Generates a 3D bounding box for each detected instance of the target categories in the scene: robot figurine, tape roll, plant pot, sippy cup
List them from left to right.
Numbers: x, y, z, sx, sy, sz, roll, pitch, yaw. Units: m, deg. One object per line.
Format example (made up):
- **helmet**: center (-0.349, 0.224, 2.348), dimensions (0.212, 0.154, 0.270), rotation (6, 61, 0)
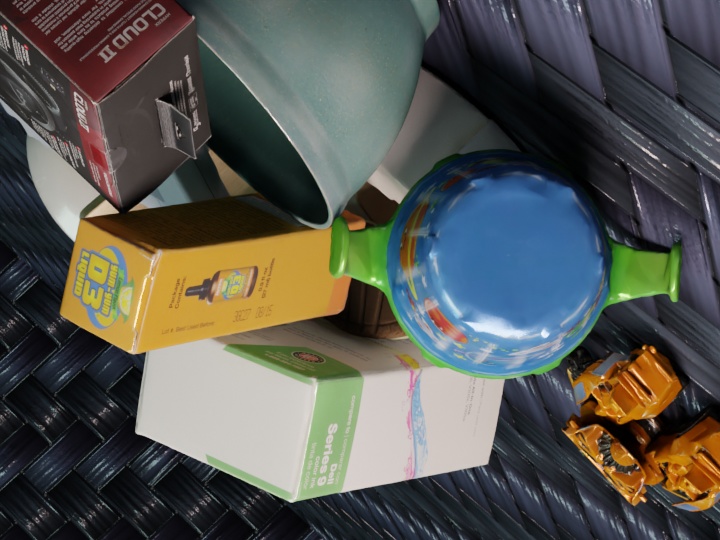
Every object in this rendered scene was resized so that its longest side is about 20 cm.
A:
- **plant pot**: center (-0.040, -0.142, 1.371), dimensions (0.200, 0.134, 0.200), rotation (45, 169, 11)
- **tape roll**: center (0.051, -0.045, 1.533), dimensions (0.202, 0.071, 0.202), rotation (45, 168, 12)
- **sippy cup**: center (0.082, -0.006, 1.344), dimensions (0.140, 0.178, 0.130), rotation (59, 177, 0)
- **robot figurine**: center (0.189, 0.107, 1.585), dimensions (0.145, 0.058, 0.200), rotation (47, 168, 3)

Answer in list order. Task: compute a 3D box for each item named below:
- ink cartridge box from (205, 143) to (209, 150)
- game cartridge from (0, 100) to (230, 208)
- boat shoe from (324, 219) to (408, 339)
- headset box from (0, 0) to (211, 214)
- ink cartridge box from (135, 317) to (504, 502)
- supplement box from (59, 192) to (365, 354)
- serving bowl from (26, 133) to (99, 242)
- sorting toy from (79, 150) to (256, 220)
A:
- **ink cartridge box**: center (-0.144, -0.186, 1.517), dimensions (0.200, 0.041, 0.200), rotation (52, -148, -21)
- **game cartridge**: center (-0.167, -0.103, 1.475), dimensions (0.200, 0.040, 0.133), rotation (30, 162, 35)
- **boat shoe**: center (0.000, 0.000, 1.566), dimensions (0.076, 0.072, 0.200), rotation (13, -173, -41)
- **headset box**: center (-0.165, -0.132, 1.311), dimensions (0.200, 0.077, 0.149), rotation (42, 164, 16)
- **ink cartridge box**: center (-0.023, 0.078, 1.545), dimensions (0.145, 0.088, 0.200), rotation (19, -163, 37)
- **supplement box**: center (-0.084, -0.003, 1.406), dimensions (0.069, 0.067, 0.200), rotation (25, -160, 29)
- **serving bowl**: center (-0.153, -0.088, 1.842), dimensions (0.200, 0.200, 0.066), rotation (46, 134, 0)
- **sorting toy**: center (-0.067, -0.035, 1.683), dimensions (0.199, 0.200, 0.070), rotation (52, 177, -25)
